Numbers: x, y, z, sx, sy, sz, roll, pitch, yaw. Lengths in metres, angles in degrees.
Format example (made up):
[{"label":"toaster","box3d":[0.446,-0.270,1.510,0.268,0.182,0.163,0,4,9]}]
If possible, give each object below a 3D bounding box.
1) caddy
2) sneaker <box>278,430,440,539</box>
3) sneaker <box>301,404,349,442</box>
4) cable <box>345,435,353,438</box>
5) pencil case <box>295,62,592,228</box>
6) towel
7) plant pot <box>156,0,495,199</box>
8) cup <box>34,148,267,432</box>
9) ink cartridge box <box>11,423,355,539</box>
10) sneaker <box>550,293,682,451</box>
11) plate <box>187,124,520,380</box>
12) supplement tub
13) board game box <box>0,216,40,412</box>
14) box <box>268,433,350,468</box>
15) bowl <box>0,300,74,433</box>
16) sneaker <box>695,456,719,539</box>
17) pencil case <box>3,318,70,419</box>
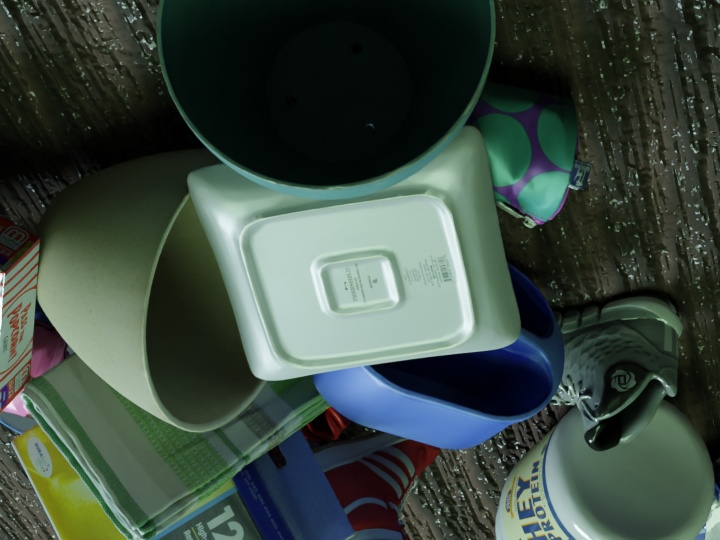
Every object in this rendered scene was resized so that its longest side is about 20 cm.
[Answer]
[{"label":"caddy","box3d":[0.058,0.049,1.484,0.199,0.142,0.105,17,148,-21]},{"label":"sneaker","box3d":[0.019,0.189,1.575,0.071,0.113,0.199,-38,164,32]},{"label":"sneaker","box3d":[-0.005,0.102,1.582,0.199,0.116,0.078,25,139,-29]},{"label":"cable","box3d":[-0.088,0.186,1.763,0.162,0.051,0.200,23,140,-27]},{"label":"pencil case","box3d":[0.051,-0.087,1.332,0.198,0.093,0.085,10,179,-8]},{"label":"towel","box3d":[-0.132,0.091,1.467,0.200,0.149,0.031,-35,168,-24]},{"label":"plant pot","box3d":[-0.017,-0.129,1.213,0.198,0.202,0.135,0,167,3]},{"label":"cup","box3d":[-0.150,-0.001,1.408,0.142,0.201,0.201,15,153,29]},{"label":"ink cartridge box","box3d":[-0.137,0.165,1.491,0.199,0.198,0.047,-33,164,9]},{"label":"sneaker","box3d":[0.161,0.094,1.562,0.199,0.116,0.075,-18,141,25]},{"label":"plate","box3d":[0.000,0.000,1.333,0.198,0.032,0.200,-9,131,7]},{"label":"supplement tub","box3d":[0.200,0.197,1.666,0.144,0.146,0.200,9,156,-10]},{"label":"board game box","box3d":[-0.327,-0.001,1.415,0.199,0.046,0.152,28,136,14]},{"label":"box","box3d":[-0.091,0.180,1.629,0.132,0.115,0.200,-34,129,22]},{"label":"bowl","box3d":[-0.227,0.090,1.645,0.199,0.040,0.201,2,145,1]},{"label":"sneaker","box3d":[0.342,0.166,1.699,0.198,0.081,0.115,-19,136,17]},{"label":"pencil case","box3d":[-0.322,0.057,1.528,0.199,0.091,0.094,15,177,1]}]
